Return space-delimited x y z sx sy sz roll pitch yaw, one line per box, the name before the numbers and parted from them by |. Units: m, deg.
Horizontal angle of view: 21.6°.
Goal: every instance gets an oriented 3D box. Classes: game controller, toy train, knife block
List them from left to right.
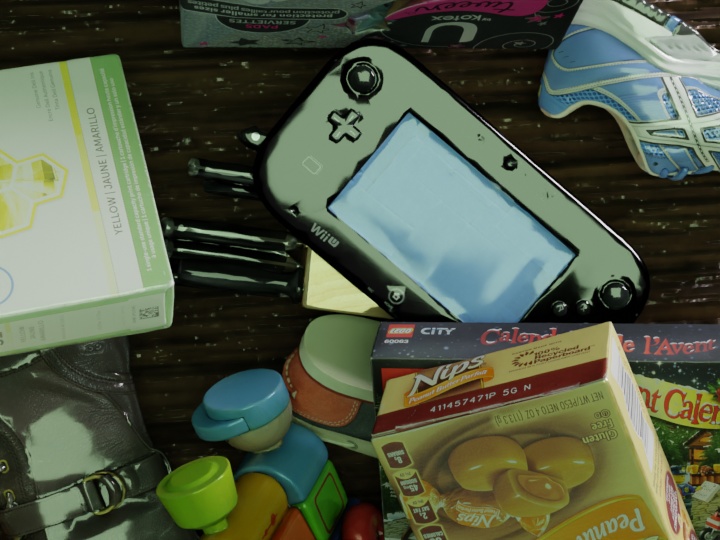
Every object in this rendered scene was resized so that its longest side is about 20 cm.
toy train | -0.064 0.143 0.909 0.085 0.200 0.116 -10 115 27
knife block | 0.000 0.000 0.983 0.175 0.064 0.200 -38 96 -2
game controller | 0.045 -0.020 0.933 0.200 0.042 0.104 40 88 -6

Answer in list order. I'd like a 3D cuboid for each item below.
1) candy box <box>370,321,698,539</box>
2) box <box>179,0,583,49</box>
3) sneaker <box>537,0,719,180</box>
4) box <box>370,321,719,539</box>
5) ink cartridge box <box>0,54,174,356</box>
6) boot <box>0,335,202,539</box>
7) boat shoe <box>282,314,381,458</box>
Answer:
candy box | 0.096 0.132 0.894 0.115 0.055 0.200 -16 114 19
box | 0.008 -0.185 0.937 0.200 0.115 0.132 -1 76 -5
sneaker | 0.186 -0.077 0.998 0.200 0.076 0.077 29 96 3
box | 0.109 0.094 0.926 0.200 0.038 0.137 0 118 10
ink cartridge box | -0.203 -0.024 0.928 0.200 0.048 0.146 -10 60 -12
boot | -0.185 0.099 0.968 0.200 0.069 0.175 -13 95 -5
boat shoe | 0.053 0.082 0.995 0.200 0.071 0.063 18 133 -8
